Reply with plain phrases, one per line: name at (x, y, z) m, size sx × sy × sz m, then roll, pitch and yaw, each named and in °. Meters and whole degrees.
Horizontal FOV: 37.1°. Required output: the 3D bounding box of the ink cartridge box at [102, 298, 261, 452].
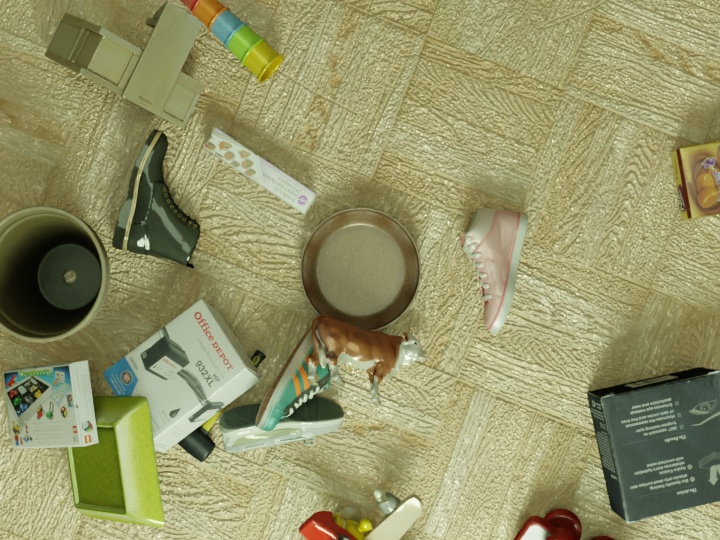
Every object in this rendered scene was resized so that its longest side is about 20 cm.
ink cartridge box at (-0.281, 0.166, 1.699) m, size 0.199 × 0.084 × 0.146 m, roll -37°, pitch 70°, yaw -1°

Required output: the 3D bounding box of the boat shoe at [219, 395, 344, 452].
boat shoe at (-0.125, 0.251, 1.724) m, size 0.199 × 0.075 × 0.066 m, roll -8°, pitch 122°, yaw -9°

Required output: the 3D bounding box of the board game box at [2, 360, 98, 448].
board game box at (-0.488, 0.212, 1.680) m, size 0.198 × 0.034 × 0.128 m, roll -9°, pitch 88°, yaw 41°

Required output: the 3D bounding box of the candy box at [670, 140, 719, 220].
candy box at (0.617, -0.156, 1.746) m, size 0.197 × 0.056 × 0.119 m, roll -10°, pitch 88°, yaw -2°

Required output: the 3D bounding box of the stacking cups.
stacking cups at (-0.213, -0.397, 1.751) m, size 0.060 × 0.061 × 0.200 m, roll -44°, pitch 86°, yaw -1°

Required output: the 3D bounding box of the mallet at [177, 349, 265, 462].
mallet at (-0.229, 0.209, 1.744) m, size 0.065 × 0.041 × 0.202 m, roll 30°, pitch 84°, yaw 2°

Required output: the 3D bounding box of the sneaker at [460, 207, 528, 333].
sneaker at (0.201, -0.006, 1.729) m, size 0.103 × 0.075 × 0.203 m, roll 14°, pitch 81°, yaw -4°

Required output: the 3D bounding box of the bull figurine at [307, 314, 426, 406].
bull figurine at (0.007, 0.138, 1.695) m, size 0.198 × 0.065 × 0.123 m, roll 18°, pitch 64°, yaw -17°

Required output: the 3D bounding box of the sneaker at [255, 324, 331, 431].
sneaker at (-0.091, 0.179, 1.697) m, size 0.080 × 0.071 × 0.201 m, roll 36°, pitch 61°, yaw -6°

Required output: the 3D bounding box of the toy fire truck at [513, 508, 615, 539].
toy fire truck at (0.324, 0.492, 1.708) m, size 0.199 × 0.112 × 0.169 m, roll 32°, pitch 107°, yaw 2°

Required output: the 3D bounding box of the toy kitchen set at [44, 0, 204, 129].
toy kitchen set at (-0.363, -0.361, 1.739) m, size 0.199 × 0.180 × 0.165 m, roll 26°, pitch 92°, yaw -39°

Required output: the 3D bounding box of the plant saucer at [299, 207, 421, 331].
plant saucer at (0.000, 0.000, 1.748) m, size 0.197 × 0.037 × 0.204 m, roll 0°, pitch 88°, yaw -1°

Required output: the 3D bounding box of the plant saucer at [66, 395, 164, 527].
plant saucer at (-0.395, 0.299, 1.666) m, size 0.198 × 0.048 × 0.203 m, roll -5°, pitch 93°, yaw 42°

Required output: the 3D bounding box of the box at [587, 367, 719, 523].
box at (0.481, 0.273, 1.702) m, size 0.194 × 0.117 × 0.203 m, roll -12°, pitch 87°, yaw -1°

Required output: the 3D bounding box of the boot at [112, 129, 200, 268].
boot at (-0.307, -0.114, 1.737) m, size 0.137 × 0.078 × 0.203 m, roll 18°, pitch 101°, yaw -4°

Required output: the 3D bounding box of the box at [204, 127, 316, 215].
box at (-0.163, -0.161, 1.749) m, size 0.199 × 0.041 × 0.039 m, roll 34°, pitch 89°, yaw 1°

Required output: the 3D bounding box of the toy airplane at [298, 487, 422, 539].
toy airplane at (0.002, 0.437, 1.699) m, size 0.197 × 0.142 × 0.201 m, roll -10°, pitch 126°, yaw -9°

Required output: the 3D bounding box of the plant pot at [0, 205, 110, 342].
plant pot at (-0.476, 0.006, 1.676) m, size 0.197 × 0.174 × 0.203 m, roll 0°, pitch 89°, yaw -1°
